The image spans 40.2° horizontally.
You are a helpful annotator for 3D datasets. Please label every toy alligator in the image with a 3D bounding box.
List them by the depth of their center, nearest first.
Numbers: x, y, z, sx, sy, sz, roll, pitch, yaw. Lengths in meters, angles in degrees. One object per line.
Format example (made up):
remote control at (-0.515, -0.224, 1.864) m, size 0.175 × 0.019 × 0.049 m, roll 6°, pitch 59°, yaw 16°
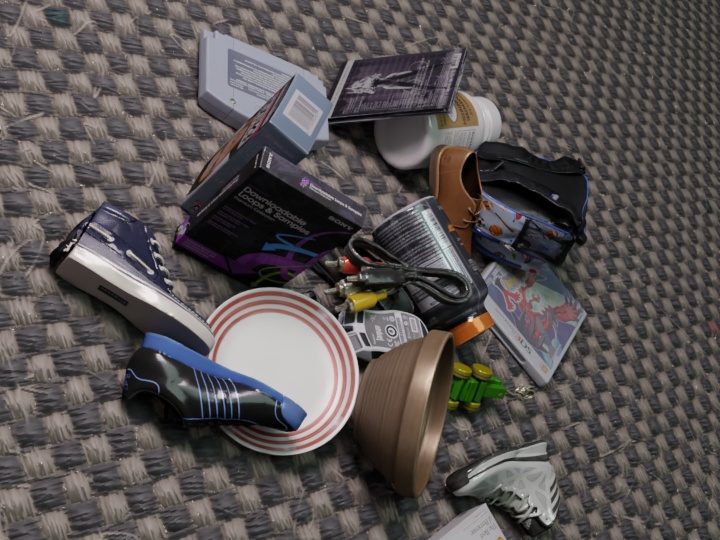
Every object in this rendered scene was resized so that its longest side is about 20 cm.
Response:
toy alligator at (0.156, 0.156, 1.354) m, size 0.199 × 0.060 × 0.054 m, roll 8°, pitch 19°, yaw -39°

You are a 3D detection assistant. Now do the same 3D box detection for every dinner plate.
dinner plate at (-0.097, 0.117, 1.143) m, size 0.199 × 0.024 × 0.201 m, roll 10°, pitch 64°, yaw -21°

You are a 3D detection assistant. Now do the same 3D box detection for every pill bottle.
pill bottle at (0.107, 0.007, 1.363) m, size 0.106 × 0.106 × 0.201 m, roll -23°, pitch 82°, yaw -47°
pill bottle at (0.125, -0.220, 1.517) m, size 0.199 × 0.114 × 0.115 m, roll -13°, pitch 73°, yaw -46°

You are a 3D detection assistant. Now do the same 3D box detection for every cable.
cable at (0.047, 0.008, 1.278) m, size 0.199 × 0.050 × 0.098 m, roll 2°, pitch 64°, yaw -28°

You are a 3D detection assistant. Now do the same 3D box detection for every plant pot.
plant pot at (0.048, 0.165, 1.188) m, size 0.092 × 0.202 × 0.201 m, roll 12°, pitch 44°, yaw 14°

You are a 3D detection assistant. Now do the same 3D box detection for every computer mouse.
computer mouse at (0.002, 0.087, 1.266) m, size 0.199 × 0.044 × 0.110 m, roll 10°, pitch 53°, yaw -31°

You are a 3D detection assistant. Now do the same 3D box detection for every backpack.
backpack at (0.242, -0.104, 1.512) m, size 0.190 × 0.154 × 0.200 m, roll 27°, pitch 37°, yaw -7°

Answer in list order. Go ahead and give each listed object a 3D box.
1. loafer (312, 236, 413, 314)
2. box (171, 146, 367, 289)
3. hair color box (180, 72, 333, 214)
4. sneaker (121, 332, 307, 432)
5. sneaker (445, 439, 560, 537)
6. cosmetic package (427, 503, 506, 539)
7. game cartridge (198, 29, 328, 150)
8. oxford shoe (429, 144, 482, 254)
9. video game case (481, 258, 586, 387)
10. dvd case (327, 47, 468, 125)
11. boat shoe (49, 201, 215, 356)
loafer at (0.000, 0.000, 1.301) m, size 0.200 × 0.063 × 0.072 m, roll 39°, pitch 44°, yaw -17°
box at (-0.107, -0.050, 1.134) m, size 0.143 × 0.200 × 0.036 m, roll 29°, pitch 48°, yaw -25°
hair color box at (-0.125, -0.136, 1.173) m, size 0.061 × 0.200 × 0.099 m, roll 39°, pitch 45°, yaw -17°
sneaker at (-0.158, 0.142, 1.058) m, size 0.199 × 0.070 × 0.078 m, roll 27°, pitch 74°, yaw -11°
sneaker at (0.201, 0.294, 1.286) m, size 0.200 × 0.076 × 0.116 m, roll -3°, pitch 65°, yaw -46°
cosmetic package at (0.102, 0.360, 1.173) m, size 0.200 × 0.051 × 0.083 m, roll -23°, pitch 81°, yaw -47°
game cartridge at (-0.134, -0.241, 1.357) m, size 0.199 × 0.041 × 0.134 m, roll 18°, pitch 58°, yaw -33°
oxford shoe at (0.144, -0.081, 1.431) m, size 0.071 × 0.071 × 0.201 m, roll -20°, pitch 111°, yaw -44°
video game case at (0.262, 0.055, 1.534) m, size 0.182 × 0.023 × 0.200 m, roll 50°, pitch 42°, yaw -6°
dvd case at (0.049, -0.269, 1.439) m, size 0.149 × 0.199 × 0.016 m, roll -72°, pitch 152°, yaw -42°
boat shoe at (-0.231, 0.006, 1.078) m, size 0.200 × 0.075 × 0.093 m, roll 37°, pitch 52°, yaw -17°
